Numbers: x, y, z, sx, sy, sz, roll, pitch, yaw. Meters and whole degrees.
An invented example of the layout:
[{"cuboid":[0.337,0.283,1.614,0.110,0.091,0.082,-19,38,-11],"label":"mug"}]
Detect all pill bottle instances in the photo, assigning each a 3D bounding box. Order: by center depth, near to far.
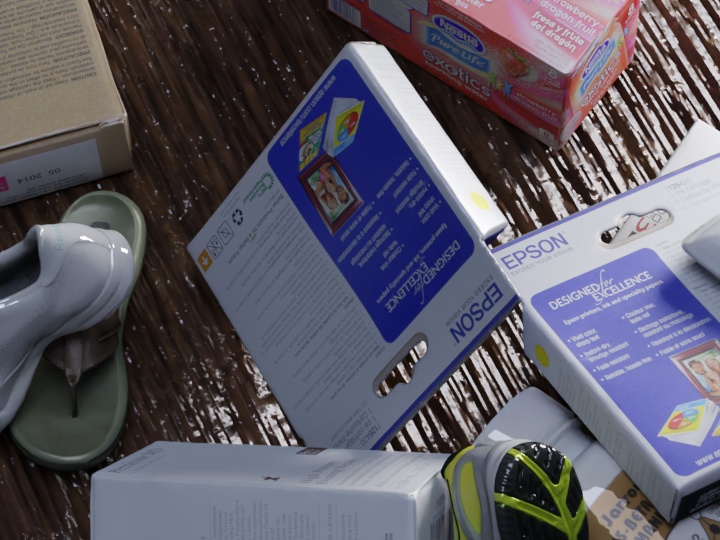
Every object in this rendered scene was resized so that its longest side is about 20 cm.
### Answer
[{"cuboid":[0.155,0.161,1.367,0.200,0.114,0.114,37,69,18],"label":"pill bottle"}]

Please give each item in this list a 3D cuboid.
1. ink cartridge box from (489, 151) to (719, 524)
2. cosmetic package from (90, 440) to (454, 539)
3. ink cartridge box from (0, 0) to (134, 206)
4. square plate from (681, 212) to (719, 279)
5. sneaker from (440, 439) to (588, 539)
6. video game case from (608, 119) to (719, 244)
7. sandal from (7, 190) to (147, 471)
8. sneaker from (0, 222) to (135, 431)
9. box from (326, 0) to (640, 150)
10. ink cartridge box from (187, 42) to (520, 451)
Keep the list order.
[{"cuboid":[0.204,0.035,1.384,0.197,0.047,0.200,-22,53,-24],"label":"ink cartridge box"},{"cuboid":[-0.048,0.145,1.350,0.200,0.102,0.074,3,99,18],"label":"cosmetic package"},{"cuboid":[-0.268,-0.123,1.545,0.200,0.075,0.165,-16,65,-7],"label":"ink cartridge box"},{"cuboid":[0.327,-0.008,1.398,0.200,0.028,0.198,39,51,21],"label":"square plate"},{"cuboid":[0.096,0.187,1.312,0.075,0.076,0.200,-15,103,-32],"label":"sneaker"},{"cuboid":[0.251,0.020,1.458,0.200,0.036,0.181,33,60,10],"label":"video game case"},{"cuboid":[-0.183,0.032,1.472,0.080,0.057,0.201,3,63,3],"label":"sandal"},{"cuboid":[-0.232,0.037,1.413,0.200,0.088,0.075,-45,55,21],"label":"sneaker"},{"cuboid":[0.080,-0.186,1.554,0.200,0.103,0.095,33,68,18],"label":"box"},{"cuboid":[0.000,0.000,1.413,0.047,0.198,0.200,-7,56,-49],"label":"ink cartridge box"}]
